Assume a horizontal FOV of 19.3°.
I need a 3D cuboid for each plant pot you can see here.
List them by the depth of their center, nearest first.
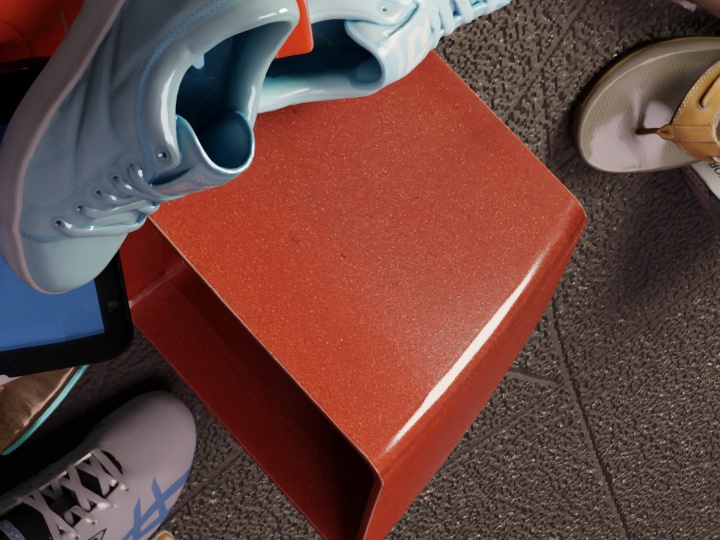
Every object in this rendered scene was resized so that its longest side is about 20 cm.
[{"bbox_3d":[0.000,0.000,1.072,0.176,0.200,0.200,-40,168,-16],"label":"plant pot"}]

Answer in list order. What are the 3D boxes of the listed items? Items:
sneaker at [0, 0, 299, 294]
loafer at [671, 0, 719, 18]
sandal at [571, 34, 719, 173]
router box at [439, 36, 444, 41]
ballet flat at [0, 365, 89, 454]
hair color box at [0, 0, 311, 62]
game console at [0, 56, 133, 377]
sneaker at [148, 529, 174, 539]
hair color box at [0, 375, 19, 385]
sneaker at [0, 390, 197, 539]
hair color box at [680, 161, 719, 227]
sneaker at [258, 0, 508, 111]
[{"bbox_3d":[-0.086,-0.051,0.840,0.073,0.082,0.201,-10,141,-40],"label":"sneaker"},{"bbox_3d":[0.200,-0.173,1.152,0.199,0.071,0.073,7,125,-37],"label":"loafer"},{"bbox_3d":[0.219,-0.088,1.209,0.198,0.055,0.082,0,119,7],"label":"sandal"},{"bbox_3d":[0.021,-0.215,1.012,0.149,0.051,0.200,-43,136,10],"label":"router box"},{"bbox_3d":[-0.218,0.078,1.136,0.072,0.068,0.200,32,113,-26],"label":"ballet flat"},{"bbox_3d":[-0.126,-0.130,0.910,0.198,0.102,0.062,-11,137,0],"label":"hair color box"},{"bbox_3d":[-0.192,0.023,0.900,0.201,0.118,0.173,86,23,-50],"label":"game console"},{"bbox_3d":[-0.197,0.196,1.247,0.198,0.080,0.079,-4,145,4],"label":"sneaker"},{"bbox_3d":[-0.276,0.042,1.030,0.198,0.062,0.102,-24,138,5],"label":"hair color box"},{"bbox_3d":[-0.169,0.142,1.182,0.200,0.072,0.073,-42,169,-13],"label":"sneaker"},{"bbox_3d":[0.299,-0.087,1.274,0.199,0.100,0.061,-34,142,0],"label":"hair color box"},{"bbox_3d":[0.017,-0.117,0.985,0.198,0.082,0.074,-21,139,-8],"label":"sneaker"}]
